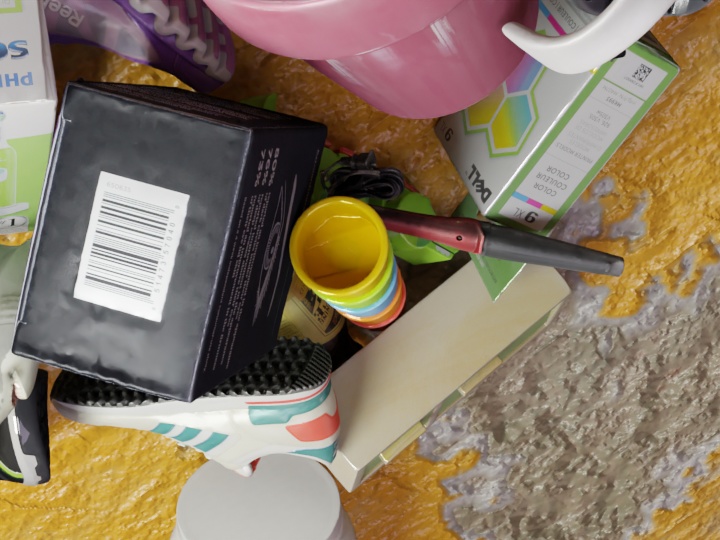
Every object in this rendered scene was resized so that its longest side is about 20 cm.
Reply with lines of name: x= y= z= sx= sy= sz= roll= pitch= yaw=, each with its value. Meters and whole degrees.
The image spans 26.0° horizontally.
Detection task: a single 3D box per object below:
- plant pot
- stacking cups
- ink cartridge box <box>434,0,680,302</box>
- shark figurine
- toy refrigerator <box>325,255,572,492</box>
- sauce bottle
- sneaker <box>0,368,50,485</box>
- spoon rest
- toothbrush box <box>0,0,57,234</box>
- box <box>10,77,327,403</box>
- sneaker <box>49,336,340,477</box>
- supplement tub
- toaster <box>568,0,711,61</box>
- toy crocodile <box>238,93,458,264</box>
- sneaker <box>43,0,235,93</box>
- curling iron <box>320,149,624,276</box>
plant pot: x=0.013 y=-0.182 z=0.868 sx=0.199 sy=0.201 sz=0.179 roll=-33 pitch=147 yaw=7
stacking cups: x=0.000 y=0.000 z=1.005 sx=0.060 sy=0.061 sz=0.200 roll=-28 pitch=169 yaw=3
ink cartridge box: x=0.109 y=-0.091 z=1.021 sx=0.059 sy=0.104 sz=0.200 roll=20 pitch=118 yaw=-32
shark figurine: x=-0.197 y=0.001 z=0.927 sx=0.089 sy=0.215 sz=0.129 roll=12 pitch=107 yaw=7
toy refrigerator: x=0.052 y=0.064 z=1.087 sx=0.200 sy=0.070 sz=0.076 roll=-38 pitch=168 yaw=-16
sauce bottle: x=-0.047 y=0.027 z=1.073 sx=0.066 sy=0.066 sz=0.200 roll=-32 pitch=145 yaw=6
sneaker: x=-0.247 y=0.107 z=1.006 sx=0.082 sy=0.072 sz=0.200 roll=0 pitch=168 yaw=-19
spoon rest: x=0.160 y=-0.184 z=0.812 sx=0.099 sy=0.061 sz=0.200 roll=27 pitch=108 yaw=-39
toothbrush box: x=-0.245 y=-0.083 z=0.840 sx=0.144 sy=0.087 sz=0.200 roll=-7 pitch=166 yaw=-15
box: x=-0.100 y=-0.023 z=0.877 sx=0.104 sy=0.200 sz=0.149 roll=15 pitch=97 yaw=8
sneaker: x=-0.106 y=0.098 z=1.019 sx=0.198 sy=0.071 sz=0.094 roll=-3 pitch=125 yaw=16
supplement tub: x=-0.072 y=0.247 z=1.194 sx=0.143 sy=0.145 sz=0.201 roll=-12 pitch=130 yaw=-12
toaster: x=0.156 y=-0.239 z=0.904 sx=0.113 sy=0.129 sz=0.201 roll=-3 pitch=127 yaw=-17
toy crocodile: x=-0.010 y=-0.053 z=1.039 sx=0.199 sy=0.062 sz=0.067 roll=25 pitch=157 yaw=-35
sneaker: x=-0.161 y=-0.157 z=0.889 sx=0.200 sy=0.081 sz=0.088 roll=32 pitch=118 yaw=-32
curling iron: x=0.070 y=-0.027 z=0.975 sx=0.199 sy=0.026 sz=0.050 roll=19 pitch=140 yaw=-3
